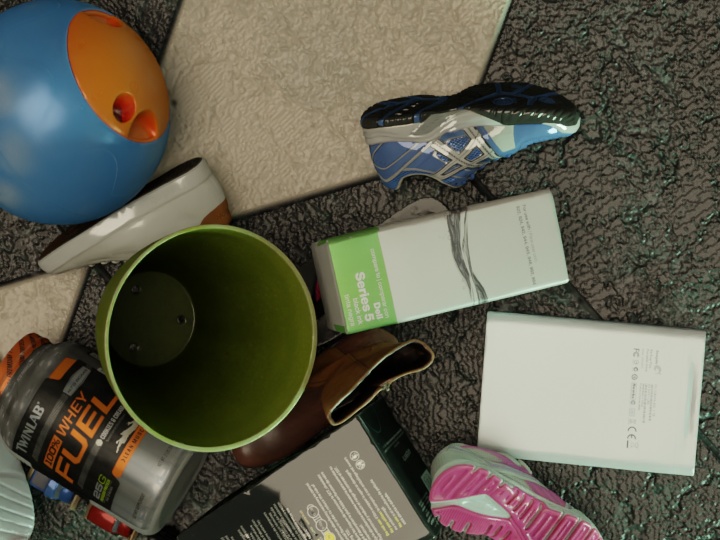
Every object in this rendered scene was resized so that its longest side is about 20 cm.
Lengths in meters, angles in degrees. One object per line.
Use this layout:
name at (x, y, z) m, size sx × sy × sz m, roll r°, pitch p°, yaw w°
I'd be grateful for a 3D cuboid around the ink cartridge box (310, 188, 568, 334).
ink cartridge box at (0.066, -0.007, 1.266) m, size 0.198 × 0.145 × 0.085 m, roll -12°, pitch 91°, yaw -7°

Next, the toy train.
toy train at (-0.241, 0.237, 1.399) m, size 0.199 × 0.046 × 0.034 m, roll 29°, pitch 97°, yaw 6°

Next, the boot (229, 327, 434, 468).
boot at (-0.029, 0.121, 1.265) m, size 0.187 × 0.200 × 0.069 m, roll -31°, pitch 98°, yaw -7°

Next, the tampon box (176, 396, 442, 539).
tampon box at (-0.038, 0.227, 1.315) m, size 0.199 × 0.150 × 0.127 m, roll -34°, pitch 87°, yaw 9°

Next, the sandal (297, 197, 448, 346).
sandal at (0.000, 0.000, 1.350) m, size 0.199 × 0.045 × 0.075 m, roll -36°, pitch 89°, yaw 9°

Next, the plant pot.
plant pot at (-0.160, 0.052, 1.289) m, size 0.185 × 0.200 × 0.189 m, roll -1°, pitch 93°, yaw -24°

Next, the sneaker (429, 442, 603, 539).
sneaker at (0.143, 0.214, 1.319) m, size 0.199 × 0.088 × 0.081 m, roll 37°, pitch 105°, yaw -21°

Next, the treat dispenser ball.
treat dispenser ball at (-0.271, -0.143, 1.306) m, size 0.198 × 0.201 × 0.203 m, roll 0°, pitch 93°, yaw 9°

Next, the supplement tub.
supplement tub at (-0.248, 0.149, 1.358) m, size 0.199 × 0.123 × 0.123 m, roll 29°, pitch 97°, yaw 6°

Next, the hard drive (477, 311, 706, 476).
hard drive at (0.211, 0.112, 1.334) m, size 0.198 × 0.025 × 0.134 m, roll 5°, pitch 94°, yaw 8°

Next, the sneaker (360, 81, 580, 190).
sneaker at (0.102, -0.123, 1.325) m, size 0.198 × 0.076 × 0.078 m, roll -5°, pitch 115°, yaw 9°

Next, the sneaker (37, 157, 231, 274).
sneaker at (-0.212, -0.026, 1.369) m, size 0.199 × 0.073 × 0.085 m, roll -24°, pitch 110°, yaw 19°

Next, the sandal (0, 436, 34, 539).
sandal at (-0.374, 0.173, 1.397) m, size 0.059 × 0.079 × 0.209 m, roll -29°, pitch 73°, yaw 44°
